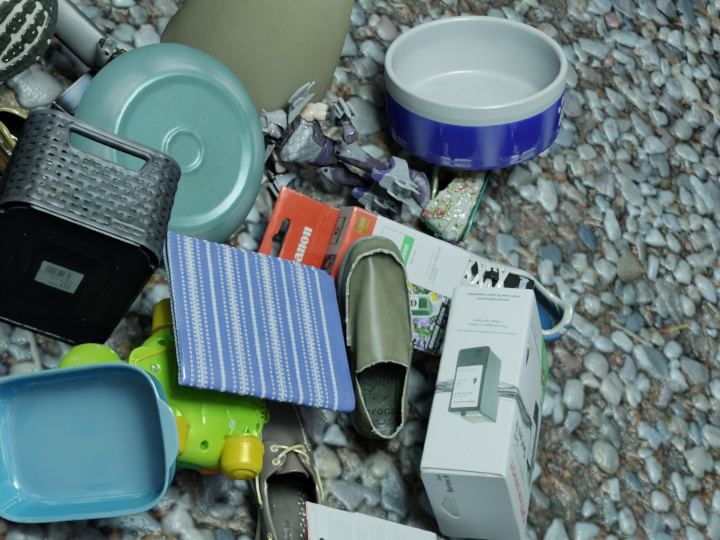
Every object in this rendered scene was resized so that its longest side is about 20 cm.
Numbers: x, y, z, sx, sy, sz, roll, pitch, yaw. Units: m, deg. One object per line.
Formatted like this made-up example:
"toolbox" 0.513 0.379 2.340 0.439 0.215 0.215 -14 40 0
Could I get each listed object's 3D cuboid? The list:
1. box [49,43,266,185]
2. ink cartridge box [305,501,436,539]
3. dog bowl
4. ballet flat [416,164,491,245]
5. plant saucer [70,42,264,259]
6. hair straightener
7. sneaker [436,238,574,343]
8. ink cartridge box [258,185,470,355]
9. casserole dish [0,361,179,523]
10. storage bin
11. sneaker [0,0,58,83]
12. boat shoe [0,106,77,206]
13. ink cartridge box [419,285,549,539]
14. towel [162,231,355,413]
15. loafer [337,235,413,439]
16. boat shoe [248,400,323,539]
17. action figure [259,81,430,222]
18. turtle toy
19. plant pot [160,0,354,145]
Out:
"box" -0.200 -0.120 1.273 0.200 0.035 0.110 42 53 -4
"ink cartridge box" 0.001 0.273 1.117 0.199 0.050 0.110 27 49 -49
"dog bowl" 0.125 -0.197 1.407 0.197 0.080 0.201 -1 39 1
"ballet flat" 0.117 -0.115 1.429 0.063 0.076 0.201 23 50 4
"plant saucer" -0.169 -0.110 1.194 0.198 0.036 0.203 -2 95 -32
"hair straightener" -0.240 -0.192 1.225 0.041 0.077 0.200 -42 95 -5
"sneaker" 0.139 0.015 1.370 0.198 0.072 0.073 26 57 -13
"ink cartridge box" 0.000 0.000 1.278 0.198 0.050 0.110 21 84 -18
"casserole dish" -0.228 0.138 1.048 0.039 0.197 0.123 -9 91 -70
"storage bin" -0.248 -0.029 1.094 0.134 0.200 0.095 21 57 -18
"sneaker" -0.361 -0.203 1.171 0.088 0.077 0.200 33 75 29
"boat shoe" -0.266 -0.077 1.193 0.198 0.068 0.073 30 54 -12
"ink cartridge box" 0.123 0.140 1.240 0.083 0.147 0.202 2 56 17
"towel" -0.089 0.049 1.139 0.198 0.024 0.147 15 53 -42
"loafer" 0.023 0.068 1.218 0.074 0.070 0.203 -8 103 -13
"boat shoe" -0.067 0.193 1.167 0.071 0.060 0.203 7 62 -26
"action figure" -0.026 -0.114 1.318 0.198 0.130 0.070 24 44 -26
"turtle toy" -0.168 0.108 1.124 0.198 0.101 0.148 19 55 -29
"plant pot" -0.085 -0.256 1.306 0.185 0.200 0.190 13 60 -23
